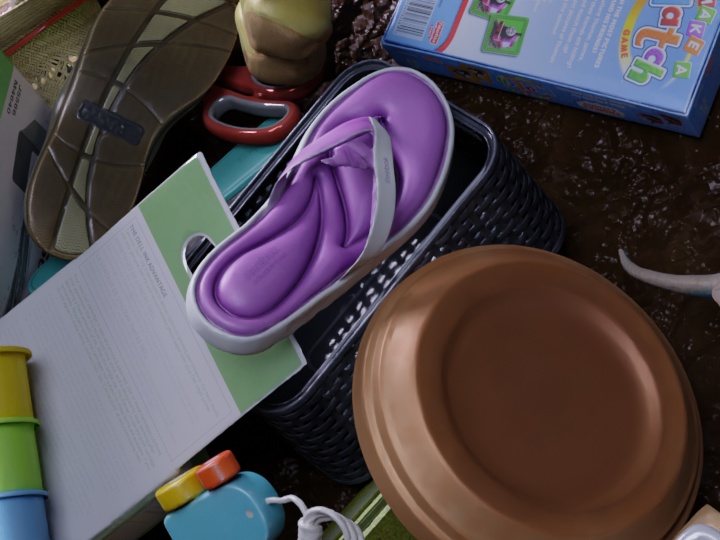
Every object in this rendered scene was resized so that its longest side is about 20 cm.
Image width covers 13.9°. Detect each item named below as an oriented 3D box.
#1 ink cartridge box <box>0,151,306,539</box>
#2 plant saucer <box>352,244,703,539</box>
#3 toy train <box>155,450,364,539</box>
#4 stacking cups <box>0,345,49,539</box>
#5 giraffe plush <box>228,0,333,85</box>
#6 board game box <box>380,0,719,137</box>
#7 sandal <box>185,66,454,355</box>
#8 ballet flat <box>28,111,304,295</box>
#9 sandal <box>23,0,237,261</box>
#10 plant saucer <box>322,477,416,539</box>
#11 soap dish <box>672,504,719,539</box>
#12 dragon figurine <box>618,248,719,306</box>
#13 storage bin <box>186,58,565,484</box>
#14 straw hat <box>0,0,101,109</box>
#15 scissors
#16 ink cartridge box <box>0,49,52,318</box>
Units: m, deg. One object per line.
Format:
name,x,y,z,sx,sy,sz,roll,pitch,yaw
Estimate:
ink cartridge box,-0.119,0.052,1.622,0.200,0.048,0.146,-38,65,20
plant saucer,0.094,0.073,1.550,0.199,0.037,0.201,10,61,-18
toy train,-0.055,0.188,1.586,0.150,0.056,0.201,25,118,19
stacking cups,-0.194,0.145,1.600,0.060,0.060,0.201,-12,80,16
giraffe plush,-0.010,-0.226,1.694,0.161,0.173,0.201,-16,74,-6
board game box,0.130,-0.171,1.727,0.199,0.037,0.152,15,74,27
sandal,-0.013,-0.035,1.558,0.082,0.050,0.203,32,63,10
ballet flat,-0.096,-0.015,1.723,0.199,0.073,0.073,-34,60,-7
sandal,-0.141,-0.089,1.727,0.080,0.054,0.201,29,68,-9
plant saucer,0.059,0.172,1.600,0.200,0.048,0.200,-47,61,-3
soap dish,0.200,0.240,1.499,0.200,0.081,0.158,39,85,30
dragon figurine,0.241,0.006,1.596,0.199,0.099,0.059,-14,64,36
storage bin,0.000,0.000,1.656,0.200,0.094,0.135,-50,47,-6
straw hat,-0.190,-0.131,1.794,0.200,0.201,0.085,-31,102,6
scissors,-0.105,-0.112,1.770,0.199,0.014,0.073,12,55,37
ink cartridge box,-0.232,-0.036,1.713,0.083,0.200,0.146,6,70,20
